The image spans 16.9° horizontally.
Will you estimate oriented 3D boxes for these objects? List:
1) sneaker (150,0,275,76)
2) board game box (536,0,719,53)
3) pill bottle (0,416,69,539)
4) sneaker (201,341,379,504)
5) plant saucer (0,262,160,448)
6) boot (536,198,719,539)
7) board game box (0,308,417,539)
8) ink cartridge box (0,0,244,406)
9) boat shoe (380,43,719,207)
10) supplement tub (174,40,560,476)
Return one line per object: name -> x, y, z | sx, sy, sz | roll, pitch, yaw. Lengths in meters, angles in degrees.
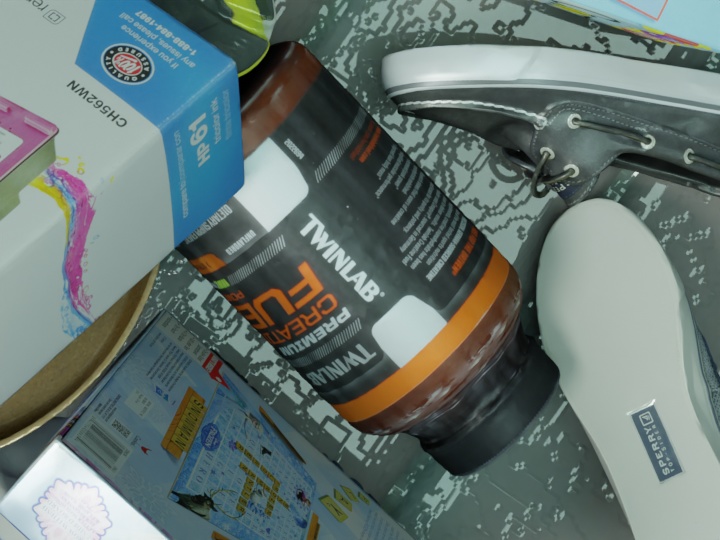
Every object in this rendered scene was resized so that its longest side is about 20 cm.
sneaker -> -0.110, -0.159, 1.067 | 0.074, 0.085, 0.201 | -22, 79, -21
board game box -> 0.074, -0.177, 1.080 | 0.199, 0.103, 0.105 | 17, 95, -11
pill bottle -> -0.146, 0.175, 1.067 | 0.113, 0.114, 0.201 | 20, 114, -11
sneaker -> -0.045, 0.120, 1.125 | 0.200, 0.077, 0.085 | 44, 96, -4
plant saucer -> -0.172, -0.001, 1.053 | 0.199, 0.035, 0.201 | -8, 61, 14
boot -> 0.141, 0.068, 1.149 | 0.072, 0.090, 0.201 | -20, 74, 14
board game box -> -0.039, 0.119, 0.987 | 0.199, 0.200, 0.041 | 43, 105, -3
ink cartridge box -> -0.164, -0.036, 0.964 | 0.144, 0.085, 0.200 | 35, 63, 21
boat shoe -> 0.105, -0.062, 1.119 | 0.199, 0.070, 0.067 | 7, 83, -18
supplement tub -> 0.000, 0.000, 1.091 | 0.107, 0.107, 0.200 | -45, 102, -1
